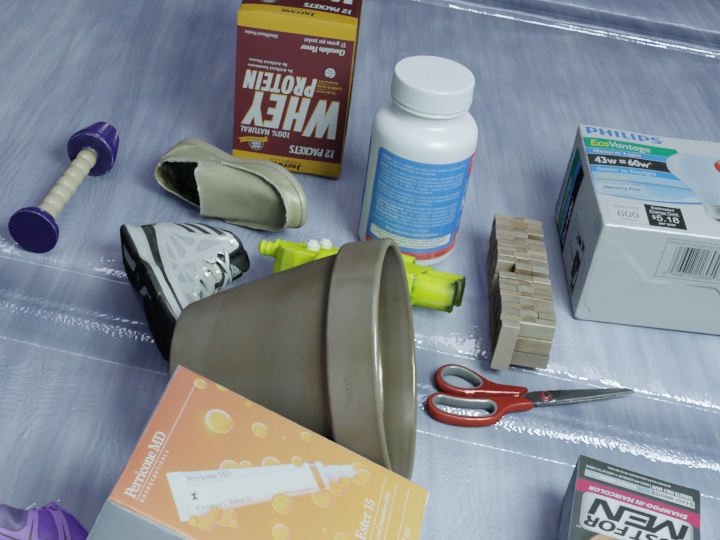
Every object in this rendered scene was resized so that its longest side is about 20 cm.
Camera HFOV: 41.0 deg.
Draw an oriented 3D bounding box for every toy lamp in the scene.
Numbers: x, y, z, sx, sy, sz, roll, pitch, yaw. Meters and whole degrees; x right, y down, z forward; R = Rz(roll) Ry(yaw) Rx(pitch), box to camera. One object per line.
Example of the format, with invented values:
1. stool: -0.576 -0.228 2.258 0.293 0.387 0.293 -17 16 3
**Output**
1. toy lamp: -0.309 -0.097 1.034 0.058 0.059 0.201 10 39 2

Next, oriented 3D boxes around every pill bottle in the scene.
1. pill bottle: 0.062 -0.114 1.007 0.111 0.201 0.113 5 37 -4

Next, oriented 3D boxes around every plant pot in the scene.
1. plant pot: -0.051 0.080 0.767 0.172 0.201 0.201 -4 36 10

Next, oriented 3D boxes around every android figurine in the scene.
1. android figurine: 0.000 0.000 0.930 0.198 0.041 0.182 14 7 14

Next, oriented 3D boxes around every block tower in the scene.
1. block tower: 0.159 0.020 0.968 0.057 0.054 0.201 9 34 2

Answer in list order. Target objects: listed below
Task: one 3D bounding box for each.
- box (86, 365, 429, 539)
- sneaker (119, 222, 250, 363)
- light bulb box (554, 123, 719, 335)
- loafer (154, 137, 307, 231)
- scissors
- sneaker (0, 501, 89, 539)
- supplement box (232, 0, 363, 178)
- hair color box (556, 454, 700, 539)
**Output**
1. box: -0.069 0.176 0.646 0.199 0.098 0.125 27 37 -6
2. sneaker: -0.150 0.008 0.910 0.114 0.076 0.201 -12 39 -22
3. light bulb box: 0.324 -0.046 1.034 0.196 0.126 0.201 7 38 -2
4. loafer: -0.143 -0.084 1.040 0.199 0.076 0.068 21 39 31
5. scissors: 0.158 0.122 0.878 0.198 0.014 0.073 8 35 -2
6. sneaker: -0.249 0.193 0.671 0.199 0.081 0.083 25 26 6
7. supplement box: -0.072 -0.253 1.165 0.131 0.199 0.201 7 38 -1
8. hair color box: 0.189 0.236 0.694 0.098 0.061 0.201 15 38 8
